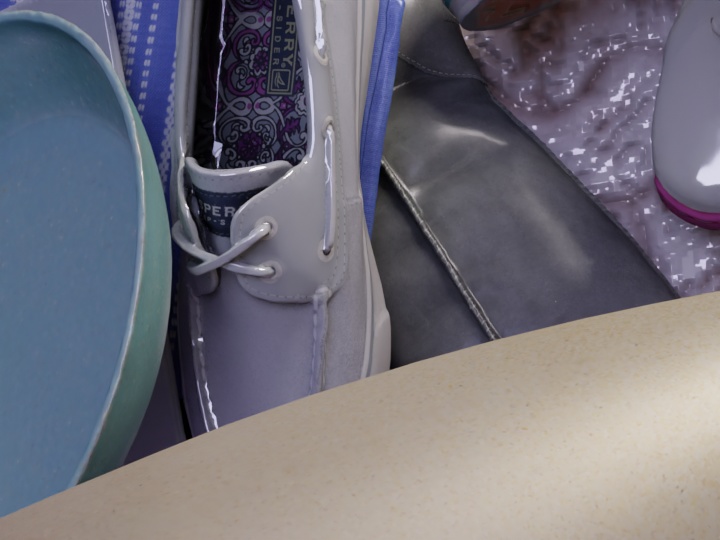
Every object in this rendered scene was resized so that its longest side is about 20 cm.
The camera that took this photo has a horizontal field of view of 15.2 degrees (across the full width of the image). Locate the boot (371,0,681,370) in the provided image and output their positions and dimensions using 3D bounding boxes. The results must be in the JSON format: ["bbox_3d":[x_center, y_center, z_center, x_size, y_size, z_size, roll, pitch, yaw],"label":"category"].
[{"bbox_3d":[-0.001,0.000,0.906,0.182,0.073,0.200,-31,69,8],"label":"boot"}]

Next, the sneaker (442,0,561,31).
[{"bbox_3d":[0.090,-0.166,0.911,0.200,0.071,0.080,-42,78,-6],"label":"sneaker"}]

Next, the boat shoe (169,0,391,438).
[{"bbox_3d":[-0.029,-0.023,0.822,0.072,0.068,0.201,6,88,25],"label":"boat shoe"}]

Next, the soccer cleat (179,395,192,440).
[{"bbox_3d":[-0.057,0.078,0.890,0.081,0.068,0.200,-45,59,-1],"label":"soccer cleat"}]

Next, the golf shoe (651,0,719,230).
[{"bbox_3d":[0.144,-0.111,0.877,0.075,0.092,0.200,23,80,24],"label":"golf shoe"}]

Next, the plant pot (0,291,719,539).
[{"bbox_3d":[0.036,0.094,0.680,0.200,0.187,0.188,-31,62,-3],"label":"plant pot"}]

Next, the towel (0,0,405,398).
[{"bbox_3d":[-0.085,-0.033,0.900,0.199,0.024,0.145,6,86,25],"label":"towel"}]

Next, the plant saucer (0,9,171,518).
[{"bbox_3d":[-0.117,0.020,0.836,0.200,0.036,0.201,-21,60,42],"label":"plant saucer"}]

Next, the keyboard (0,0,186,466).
[{"bbox_3d":[-0.089,0.003,0.871,0.056,0.011,0.201,-18,73,24],"label":"keyboard"}]
